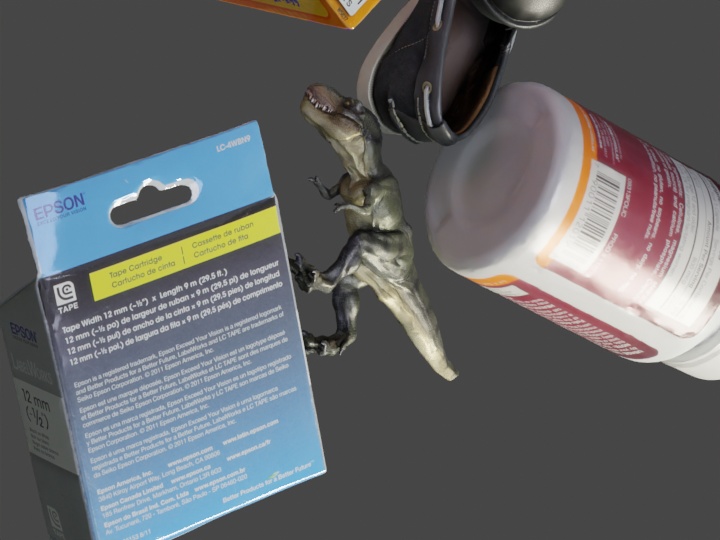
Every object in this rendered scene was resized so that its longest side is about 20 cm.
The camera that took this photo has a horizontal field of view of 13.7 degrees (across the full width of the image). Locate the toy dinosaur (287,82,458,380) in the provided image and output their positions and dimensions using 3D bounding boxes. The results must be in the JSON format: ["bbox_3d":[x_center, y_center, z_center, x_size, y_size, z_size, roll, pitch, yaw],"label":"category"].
[{"bbox_3d":[0.000,0.000,1.633,0.088,0.047,0.201,-37,122,-28],"label":"toy dinosaur"}]

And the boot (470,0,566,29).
[{"bbox_3d":[0.116,-0.200,1.344,0.073,0.162,0.199,1,100,-34],"label":"boot"}]

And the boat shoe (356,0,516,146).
[{"bbox_3d":[0.075,-0.158,1.631,0.072,0.068,0.201,35,80,-34],"label":"boat shoe"}]

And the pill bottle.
[{"bbox_3d":[0.143,-0.017,1.680,0.200,0.114,0.115,27,86,-35],"label":"pill bottle"}]

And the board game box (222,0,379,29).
[{"bbox_3d":[-0.047,-0.265,1.441,0.200,0.200,0.200,-48,123,-16],"label":"board game box"}]

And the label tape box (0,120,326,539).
[{"bbox_3d":[-0.107,0.033,1.557,0.143,0.066,0.201,-21,110,-28],"label":"label tape box"}]
